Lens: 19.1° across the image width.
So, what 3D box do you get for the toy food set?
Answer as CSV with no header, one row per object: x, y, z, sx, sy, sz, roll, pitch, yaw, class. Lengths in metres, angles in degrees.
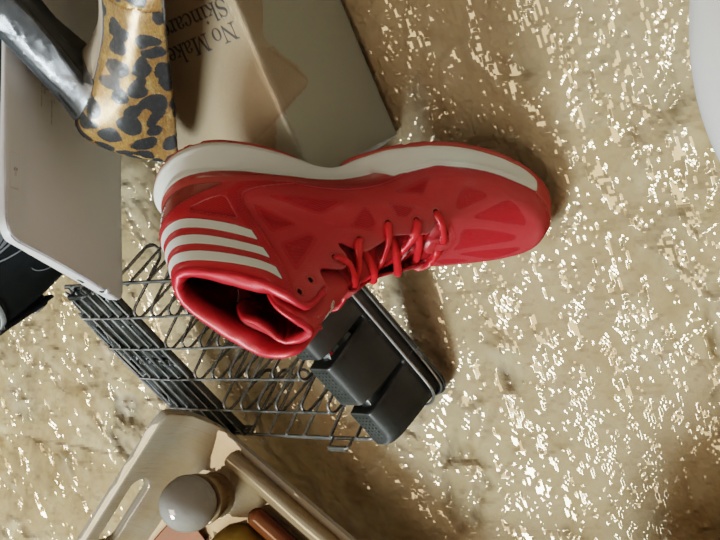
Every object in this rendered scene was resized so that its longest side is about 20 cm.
-0.072,0.193,1.201,0.200,0.060,0.144,39,107,19,toy food set

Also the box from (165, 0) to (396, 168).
-0.070,-0.138,1.120,0.095,0.078,0.201,-18,98,43,box

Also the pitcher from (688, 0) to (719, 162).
0.209,-0.123,0.868,0.171,0.121,0.201,-17,89,29,pitcher

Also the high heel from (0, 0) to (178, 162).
-0.081,-0.143,1.052,0.200,0.072,0.143,-32,119,22,high heel

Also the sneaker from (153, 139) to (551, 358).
0.000,0.000,1.041,0.199,0.116,0.079,-1,135,-6,sneaker

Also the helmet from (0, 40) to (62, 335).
-0.233,-0.080,1.215,0.199,0.191,0.200,19,158,8,helmet

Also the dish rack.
-0.068,0.038,1.194,0.200,0.055,0.154,-4,134,49,dish rack

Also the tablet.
-0.155,-0.095,1.133,0.014,0.130,0.201,-8,72,18,tablet
